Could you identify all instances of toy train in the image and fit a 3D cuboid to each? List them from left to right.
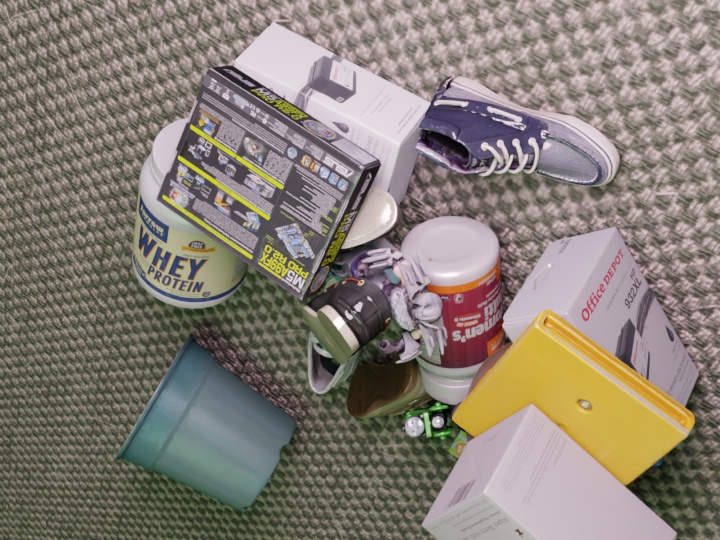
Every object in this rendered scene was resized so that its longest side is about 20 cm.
[{"bbox_3d":[0.082,0.181,1.459,0.056,0.200,0.042,-9,84,4],"label":"toy train"}]

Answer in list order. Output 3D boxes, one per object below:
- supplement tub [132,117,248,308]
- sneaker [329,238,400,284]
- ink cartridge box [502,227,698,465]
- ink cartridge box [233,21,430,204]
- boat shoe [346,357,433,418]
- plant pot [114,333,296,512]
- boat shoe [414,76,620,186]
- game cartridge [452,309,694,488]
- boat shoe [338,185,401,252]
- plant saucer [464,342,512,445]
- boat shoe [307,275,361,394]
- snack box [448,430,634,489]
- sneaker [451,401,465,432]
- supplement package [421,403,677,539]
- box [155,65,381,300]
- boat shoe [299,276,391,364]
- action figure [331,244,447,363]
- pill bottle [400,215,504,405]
[{"bbox_3d":[-0.193,-0.067,1.440,0.144,0.145,0.201,29,139,11],"label":"supplement tub"},{"bbox_3d":[0.000,0.000,1.409,0.200,0.082,0.074,47,140,-9],"label":"sneaker"},{"bbox_3d":[0.250,0.081,1.241,0.083,0.145,0.201,-15,117,43],"label":"ink cartridge box"},{"bbox_3d":[-0.040,-0.149,1.300,0.199,0.084,0.146,29,140,11],"label":"ink cartridge box"},{"bbox_3d":[0.042,0.152,1.522,0.064,0.072,0.200,13,165,-23],"label":"boat shoe"},{"bbox_3d":[-0.208,0.225,1.695,0.195,0.201,0.200,32,140,-4],"label":"plant pot"},{"bbox_3d":[0.147,-0.116,1.188,0.199,0.093,0.075,23,137,17],"label":"boat shoe"},{"bbox_3d":[0.202,0.145,1.191,0.176,0.032,0.200,36,142,3],"label":"game cartridge"},{"bbox_3d":[-0.040,-0.047,1.286,0.199,0.072,0.059,-10,164,28],"label":"boat shoe"},{"bbox_3d":[0.210,0.166,1.316,0.200,0.201,0.032,38,155,0],"label":"plant saucer"},{"bbox_3d":[-0.029,0.082,1.514,0.073,0.065,0.201,26,138,20],"label":"boat shoe"},{"bbox_3d":[0.222,0.223,1.472,0.199,0.053,0.143,32,138,6],"label":"snack box"},{"bbox_3d":[0.208,0.160,1.381,0.199,0.116,0.075,23,169,-5],"label":"sneaker"},{"bbox_3d":[0.186,0.254,1.190,0.200,0.120,0.121,41,141,-5],"label":"supplement package"},{"bbox_3d":[-0.097,-0.091,1.236,0.199,0.044,0.161,33,115,16],"label":"box"},{"bbox_3d":[-0.015,0.049,1.237,0.074,0.063,0.201,52,167,-3],"label":"boat shoe"},{"bbox_3d":[0.025,0.029,1.277,0.200,0.069,0.131,22,125,58],"label":"action figure"},{"bbox_3d":[0.106,0.048,1.355,0.109,0.110,0.201,14,134,26],"label":"pill bottle"}]
